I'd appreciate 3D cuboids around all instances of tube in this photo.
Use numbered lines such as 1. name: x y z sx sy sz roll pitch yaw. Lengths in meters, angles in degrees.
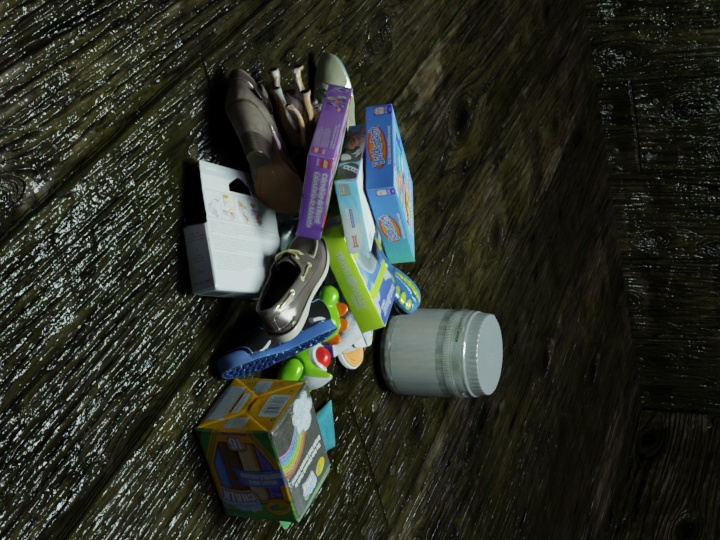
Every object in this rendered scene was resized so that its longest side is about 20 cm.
1. tube: -0.078 0.268 1.780 0.200 0.050 0.078 -24 116 -67

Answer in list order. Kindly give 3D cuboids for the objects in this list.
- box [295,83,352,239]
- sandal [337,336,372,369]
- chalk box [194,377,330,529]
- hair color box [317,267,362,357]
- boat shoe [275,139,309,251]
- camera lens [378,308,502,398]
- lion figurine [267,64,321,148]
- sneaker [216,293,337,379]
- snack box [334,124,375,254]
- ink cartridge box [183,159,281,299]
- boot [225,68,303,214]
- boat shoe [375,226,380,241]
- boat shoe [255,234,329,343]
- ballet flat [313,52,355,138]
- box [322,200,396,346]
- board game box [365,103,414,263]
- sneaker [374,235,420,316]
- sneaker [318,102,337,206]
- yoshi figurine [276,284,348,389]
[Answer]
1. box: -0.050 -0.157 1.612 0.201 0.039 0.138 -78 179 -52
2. sandal: -0.012 0.073 1.896 0.079 0.059 0.208 -45 130 -56
3. chalk box: -0.128 0.267 1.584 0.125 0.123 0.201 -54 138 -52
4. hair color box: -0.055 0.027 1.802 0.109 0.064 0.202 -29 118 -61
5. boat shoe: -0.107 -0.097 1.691 0.073 0.061 0.202 13 79 -64
6. camera lens: 0.143 0.150 2.060 0.160 0.198 0.162 1 90 -64
7. lion figurine: -0.093 -0.221 1.630 0.200 0.072 0.123 -90 172 -61
8. sneaker: -0.129 0.089 1.615 0.199 0.070 0.078 -21 73 -35
9. snack box: -0.002 -0.124 1.673 0.200 0.037 0.117 -79 161 -60
10. ink cartridge box: -0.176 -0.051 1.570 0.200 0.043 0.175 8 70 -65
11. boot: -0.135 -0.188 1.605 0.200 0.070 0.147 63 12 -59
12. boat shoe: 0.009 -0.022 1.960 0.067 0.056 0.202 -130 -144 -73
13. boat shoe: -0.096 0.008 1.585 0.060 0.071 0.201 62 34 -38
14. ballet flat: -0.042 -0.249 1.830 0.070 0.069 0.201 -55 138 -49
15. box: 0.000 0.000 1.748 0.122 0.047 0.201 -67 136 -60
16. board game box: 0.045 -0.127 1.705 0.200 0.045 0.153 70 17 -56
17. sneaker: 0.015 0.000 1.890 0.200 0.083 0.071 50 51 -6
18. sneaker: -0.054 -0.164 1.796 0.072 0.071 0.202 -42 126 -49
19. yoshi figurine: -0.097 0.111 1.712 0.111 0.112 0.201 26 77 -18
